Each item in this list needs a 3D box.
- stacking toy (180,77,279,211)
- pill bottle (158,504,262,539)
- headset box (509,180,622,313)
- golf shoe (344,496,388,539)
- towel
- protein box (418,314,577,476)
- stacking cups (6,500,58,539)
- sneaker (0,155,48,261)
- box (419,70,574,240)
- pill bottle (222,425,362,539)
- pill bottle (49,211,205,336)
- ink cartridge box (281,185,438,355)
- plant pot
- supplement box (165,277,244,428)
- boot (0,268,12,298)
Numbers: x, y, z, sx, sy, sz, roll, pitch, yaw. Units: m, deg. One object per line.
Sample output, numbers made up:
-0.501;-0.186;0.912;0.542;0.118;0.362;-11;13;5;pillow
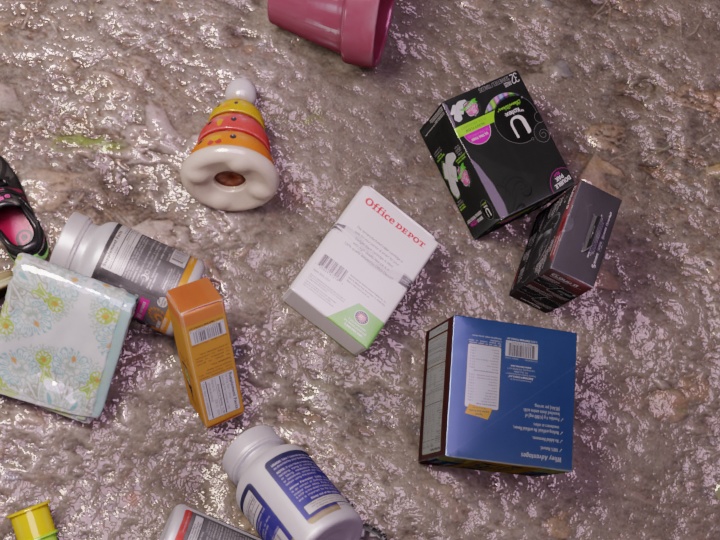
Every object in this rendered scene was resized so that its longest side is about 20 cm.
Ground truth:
-0.189;-0.204;1.612;0.144;0.147;0.202;8;57;-12;stacking toy
-0.180;0.405;1.458;0.198;0.116;0.117;25;72;-7;pill bottle
0.311;-0.035;1.641;0.076;0.200;0.151;24;72;-7;headset box
-0.010;0.393;1.531;0.199;0.078;0.095;39;75;8;golf shoe
-0.407;0.096;1.462;0.169;0.048;0.202;20;106;-9;towel
0.201;0.189;1.595;0.195;0.135;0.203;8;75;-12;protein box
-0.406;0.409;1.435;0.060;0.060;0.203;-20;87;-18;stacking cups
-0.499;-0.100;1.512;0.076;0.084;0.201;-36;88;-19;sneaker
0.211;-0.178;1.689;0.147;0.124;0.202;-24;85;-18;box
-0.098;0.308;1.465;0.119;0.121;0.200;-32;53;-18;pill bottle
-0.326;0.002;1.516;0.198;0.116;0.118;24;73;-7;pill bottle
0.000;0.000;1.615;0.145;0.084;0.201;37;72;-4;ink cartridge box
-0.043;-0.426;1.658;0.176;0.200;0.203;12;74;5;plant pot
-0.212;0.115;1.485;0.068;0.067;0.202;-18;126;-21;supplement box
-0.583;-0.014;1.480;0.197;0.072;0.157;-16;79;-17;boot
